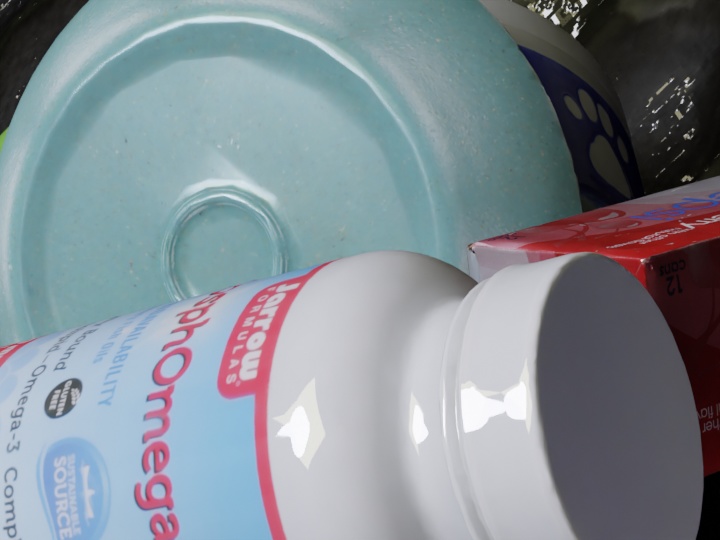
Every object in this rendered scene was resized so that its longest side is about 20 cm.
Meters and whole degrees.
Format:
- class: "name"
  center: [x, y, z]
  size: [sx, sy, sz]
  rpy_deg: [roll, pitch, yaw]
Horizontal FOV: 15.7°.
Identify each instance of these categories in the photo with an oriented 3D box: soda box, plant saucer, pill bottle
- class: "soda box"
  center: [0.126, 0.005, 0.745]
  size: [0.070, 0.199, 0.064]
  rpy_deg: [6, 106, 49]
- class: "plant saucer"
  center: [-0.033, -0.003, 0.764]
  size: [0.199, 0.036, 0.201]
  rpy_deg: [1, 93, 24]
- class: "pill bottle"
  center: [-0.019, 0.056, 0.668]
  size: [0.199, 0.109, 0.109]
  rpy_deg: [-15, 55, 33]

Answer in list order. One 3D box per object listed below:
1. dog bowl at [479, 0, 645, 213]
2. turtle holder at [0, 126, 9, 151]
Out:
- class: "dog bowl"
  center: [0.000, 0.000, 0.881]
  size: [0.200, 0.200, 0.079]
  rpy_deg: [-35, 45, 27]
- class: "turtle holder"
  center: [-0.146, 0.017, 1.102]
  size: [0.131, 0.142, 0.186]
  rpy_deg: [-27, 6, 13]
